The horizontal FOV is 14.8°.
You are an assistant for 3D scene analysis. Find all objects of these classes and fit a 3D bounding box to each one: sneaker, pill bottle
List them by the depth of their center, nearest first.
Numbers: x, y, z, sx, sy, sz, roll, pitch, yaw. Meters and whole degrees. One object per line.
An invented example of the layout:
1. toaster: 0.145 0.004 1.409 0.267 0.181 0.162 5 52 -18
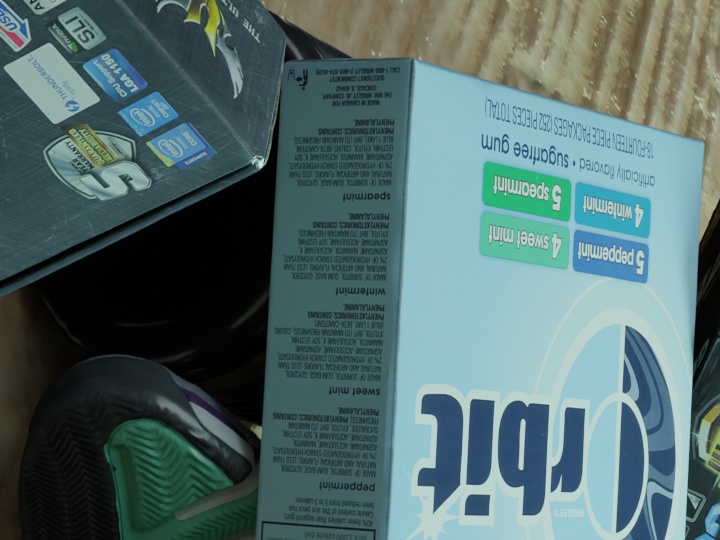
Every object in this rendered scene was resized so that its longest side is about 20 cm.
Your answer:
1. sneaker: -0.037 0.079 0.785 0.088 0.074 0.200 -97 162 -49
2. pill bottle: 0.000 0.000 0.851 0.200 0.111 0.113 26 48 -52

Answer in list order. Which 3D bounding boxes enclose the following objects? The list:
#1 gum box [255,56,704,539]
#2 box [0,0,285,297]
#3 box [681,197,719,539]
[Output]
1. gum box: 0.036 0.053 0.766 0.170 0.044 0.202 10 83 -57
2. box: -0.136 -0.072 0.609 0.200 0.157 0.051 49 32 -32
3. box: 0.117 0.054 0.949 0.049 0.201 0.199 23 34 3
